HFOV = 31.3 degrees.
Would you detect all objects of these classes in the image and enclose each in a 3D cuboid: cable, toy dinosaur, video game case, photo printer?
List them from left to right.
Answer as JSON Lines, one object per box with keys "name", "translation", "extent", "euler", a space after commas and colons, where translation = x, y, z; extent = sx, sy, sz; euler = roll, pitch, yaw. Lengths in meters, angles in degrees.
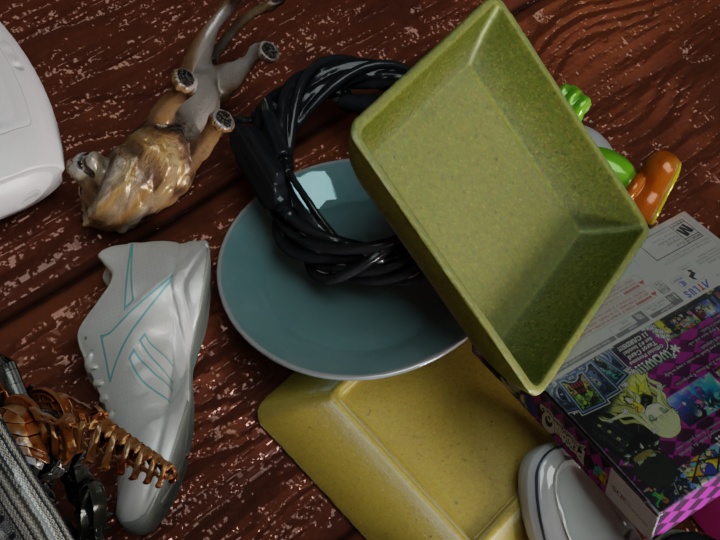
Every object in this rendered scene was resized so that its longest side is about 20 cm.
{"name": "photo printer", "translation": [-0.303, -0.093, 0.835], "extent": [0.198, 0.070, 0.168], "euler": [-26, 76, -26]}
{"name": "toy dinosaur", "translation": [-0.189, 0.115, 0.723], "extent": [0.101, 0.199, 0.138], "euler": [-9, 95, -35]}
{"name": "cable", "translation": [0.006, -0.069, 0.894], "extent": [0.161, 0.051, 0.201], "euler": [-21, 55, -20]}
{"name": "video game case", "translation": [0.204, 0.059, 0.849], "extent": [0.198, 0.036, 0.181], "euler": [-26, 52, -25]}

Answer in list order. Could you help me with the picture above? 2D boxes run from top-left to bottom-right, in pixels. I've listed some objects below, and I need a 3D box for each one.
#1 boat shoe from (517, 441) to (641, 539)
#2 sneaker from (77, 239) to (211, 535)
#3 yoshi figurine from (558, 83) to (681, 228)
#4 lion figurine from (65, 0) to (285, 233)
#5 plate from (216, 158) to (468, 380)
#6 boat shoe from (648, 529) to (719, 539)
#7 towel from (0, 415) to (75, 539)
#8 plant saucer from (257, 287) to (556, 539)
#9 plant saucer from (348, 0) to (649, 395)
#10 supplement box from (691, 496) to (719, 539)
{"name": "boat shoe", "translation": [0.172, 0.200, 0.821], "extent": [0.073, 0.067, 0.202], "euler": [-29, 92, -30]}
{"name": "sneaker", "translation": [-0.142, 0.070, 0.817], "extent": [0.079, 0.071, 0.203], "euler": [5, 58, -4]}
{"name": "yoshi figurine", "translation": [0.141, -0.108, 0.961], "extent": [0.198, 0.113, 0.112], "euler": [23, 40, 8]}
{"name": "lion figurine", "translation": [-0.120, -0.112, 0.895], "extent": [0.072, 0.122, 0.201], "euler": [41, 45, -8]}
{"name": "plate", "translation": [0.000, 0.000, 0.881], "extent": [0.197, 0.026, 0.202], "euler": [-1, 48, 2]}
{"name": "boat shoe", "translation": [0.247, 0.206, 0.811], "extent": [0.199, 0.066, 0.075], "euler": [35, 48, -41]}
{"name": "towel", "translation": [-0.240, 0.171, 0.685], "extent": [0.194, 0.199, 0.034], "euler": [55, 18, 12]}
{"name": "plant saucer", "translation": [0.065, 0.100, 0.872], "extent": [0.200, 0.049, 0.200], "euler": [46, 62, 6]}
{"name": "plant saucer", "translation": [0.084, -0.048, 0.833], "extent": [0.201, 0.048, 0.200], "euler": [54, 46, -11]}
{"name": "supplement box", "translation": [0.323, 0.112, 0.916], "extent": [0.199, 0.101, 0.104], "euler": [-36, 79, -28]}
